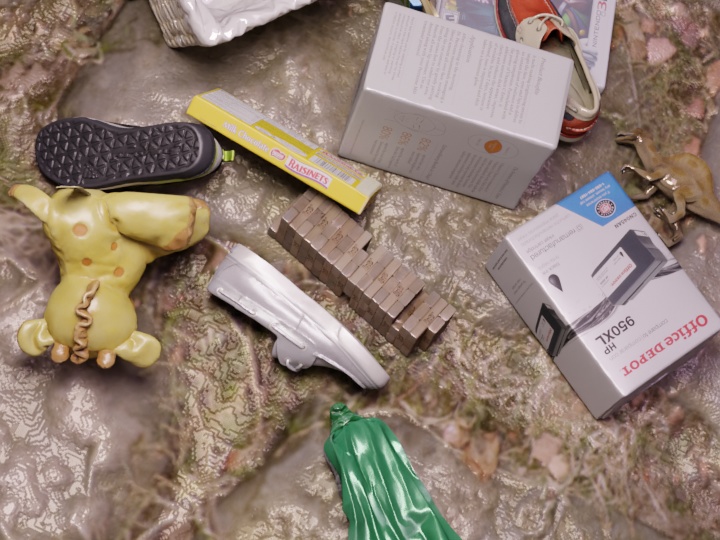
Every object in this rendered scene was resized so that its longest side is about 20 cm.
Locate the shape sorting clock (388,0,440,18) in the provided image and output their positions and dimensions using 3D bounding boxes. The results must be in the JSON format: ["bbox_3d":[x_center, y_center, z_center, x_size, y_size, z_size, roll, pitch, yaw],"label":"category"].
[{"bbox_3d":[0.035,-0.319,1.649,0.039,0.200,0.201,-33,77,-1],"label":"shape sorting clock"}]

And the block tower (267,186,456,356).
[{"bbox_3d":[0.000,0.000,1.590,0.200,0.058,0.054,40,66,7],"label":"block tower"}]

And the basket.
[{"bbox_3d":[-0.134,-0.344,1.615,0.199,0.161,0.199,-28,101,-20],"label":"basket"}]

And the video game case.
[{"bbox_3d":[0.184,-0.299,1.765,0.199,0.023,0.183,14,66,-6],"label":"video game case"}]

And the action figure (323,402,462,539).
[{"bbox_3d":[0.018,0.211,1.510,0.117,0.055,0.201,-19,66,-16],"label":"action figure"}]

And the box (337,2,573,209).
[{"bbox_3d":[0.094,-0.164,1.622,0.199,0.152,0.107,17,66,-5],"label":"box"}]

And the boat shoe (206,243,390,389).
[{"bbox_3d":[-0.063,0.059,1.551,0.200,0.072,0.069,40,88,-1],"label":"boat shoe"}]

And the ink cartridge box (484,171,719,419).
[{"bbox_3d":[0.246,0.025,1.613,0.144,0.084,0.200,-31,78,-20],"label":"ink cartridge box"}]

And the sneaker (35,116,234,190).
[{"bbox_3d":[-0.224,-0.110,1.587,0.199,0.083,0.072,4,87,16],"label":"sneaker"}]

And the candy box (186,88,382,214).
[{"bbox_3d":[-0.074,-0.121,1.604,0.199,0.102,0.027,31,101,2],"label":"candy box"}]

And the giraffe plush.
[{"bbox_3d":[-0.239,0.007,1.494,0.171,0.200,0.163,5,91,23],"label":"giraffe plush"}]

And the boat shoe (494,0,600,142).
[{"bbox_3d":[0.201,-0.235,1.698,0.071,0.063,0.201,-15,71,-15],"label":"boat shoe"}]

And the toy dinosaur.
[{"bbox_3d":[0.343,-0.077,1.689,0.200,0.058,0.101,41,65,6],"label":"toy dinosaur"}]
